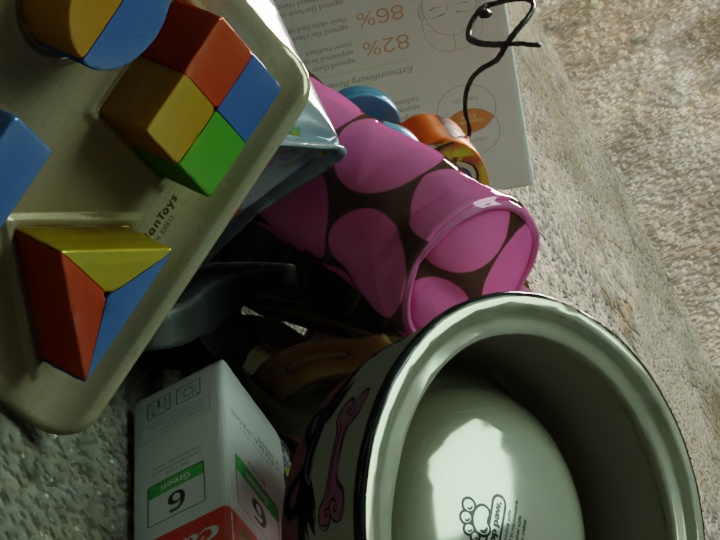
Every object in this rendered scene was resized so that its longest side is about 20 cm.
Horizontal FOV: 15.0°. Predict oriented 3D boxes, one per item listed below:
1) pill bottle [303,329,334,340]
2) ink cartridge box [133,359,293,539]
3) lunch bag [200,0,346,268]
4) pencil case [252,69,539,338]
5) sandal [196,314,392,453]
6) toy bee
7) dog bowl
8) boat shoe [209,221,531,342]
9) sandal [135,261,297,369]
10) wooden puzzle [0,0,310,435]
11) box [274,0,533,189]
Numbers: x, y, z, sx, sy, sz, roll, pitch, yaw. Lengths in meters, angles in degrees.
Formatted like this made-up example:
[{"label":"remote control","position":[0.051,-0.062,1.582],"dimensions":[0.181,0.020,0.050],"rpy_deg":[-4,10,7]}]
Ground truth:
[{"label":"pill bottle","position":[0.021,0.070,1.417],"dimensions":[0.113,0.113,0.200],"rpy_deg":[58,13,-21]},{"label":"ink cartridge box","position":[-0.047,0.139,1.141],"dimensions":[0.109,0.050,0.200],"rpy_deg":[56,13,-30]},{"label":"lunch bag","position":[-0.123,-0.102,1.159],"dimensions":[0.200,0.127,0.170],"rpy_deg":[8,52,-50]},{"label":"pencil case","position":[-0.010,-0.037,1.249],"dimensions":[0.200,0.091,0.094],"rpy_deg":[38,12,36]},{"label":"sandal","position":[-0.010,0.049,1.263],"dimensions":[0.080,0.054,0.200],"rpy_deg":[-1,19,-35]},{"label":"toy bee","position":[0.025,-0.044,1.469],"dimensions":[0.109,0.200,0.131],"rpy_deg":[58,23,-30]},{"label":"dog bowl","position":[0.051,0.112,1.135],"dimensions":[0.200,0.074,0.200],"rpy_deg":[10,75,-41]},{"label":"boat shoe","position":[0.000,0.000,1.340],"dimensions":[0.200,0.076,0.074],"rpy_deg":[16,-14,35]},{"label":"sandal","position":[-0.084,0.026,1.224],"dimensions":[0.200,0.075,0.048],"rpy_deg":[-25,113,-71]},{"label":"wooden puzzle","position":[-0.108,-0.051,1.018],"dimensions":[0.046,0.185,0.200],"rpy_deg":[24,-14,40]},{"label":"box","position":[0.008,-0.142,1.602],"dimensions":[0.106,0.152,0.200],"rpy_deg":[-102,-179,-52]}]
